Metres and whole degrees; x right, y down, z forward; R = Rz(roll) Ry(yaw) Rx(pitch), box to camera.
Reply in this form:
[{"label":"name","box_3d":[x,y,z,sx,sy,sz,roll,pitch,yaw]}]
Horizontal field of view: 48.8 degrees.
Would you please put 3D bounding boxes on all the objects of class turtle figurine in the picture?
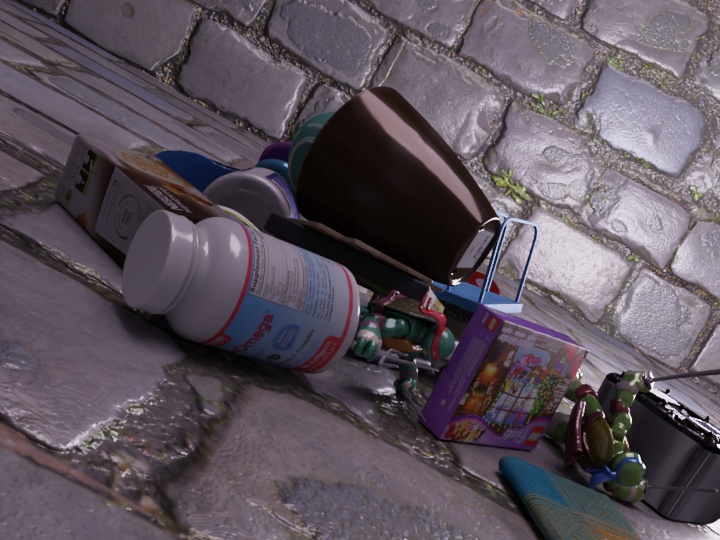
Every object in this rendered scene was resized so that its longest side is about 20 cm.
[{"label":"turtle figurine","box_3d":[0.317,0.194,0.957,0.145,0.198,0.194,62,-9,-22]},{"label":"turtle figurine","box_3d":[0.026,0.072,0.809,0.198,0.101,0.150,17,-25,38]}]

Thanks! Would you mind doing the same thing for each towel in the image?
[{"label":"towel","box_3d":[0.215,0.248,0.727,0.145,0.022,0.200,26,12,-16]}]

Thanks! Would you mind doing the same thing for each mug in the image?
[{"label":"mug","box_3d":[-0.028,-0.156,1.093,0.113,0.188,0.151,-15,34,-42]}]

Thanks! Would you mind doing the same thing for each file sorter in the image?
[{"label":"file sorter","box_3d":[0.117,-0.032,1.051,0.198,0.125,0.138,21,10,31]}]

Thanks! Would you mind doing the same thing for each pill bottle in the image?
[{"label":"pill bottle","box_3d":[-0.142,-0.075,1.051,0.118,0.121,0.200,28,9,-4]},{"label":"pill bottle","box_3d":[-0.103,0.019,0.706,0.198,0.110,0.109,21,12,-38]}]

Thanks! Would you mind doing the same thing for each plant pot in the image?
[{"label":"plant pot","box_3d":[0.059,-0.079,0.919,0.199,0.188,0.186,39,13,24]}]

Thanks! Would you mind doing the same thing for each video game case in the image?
[{"label":"video game case","box_3d":[0.000,0.000,0.935,0.198,0.026,0.181,26,-3,14]}]

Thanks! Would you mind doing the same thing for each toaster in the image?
[{"label":"toaster","box_3d":[0.405,0.234,1.062,0.198,0.120,0.180,21,11,-43]}]

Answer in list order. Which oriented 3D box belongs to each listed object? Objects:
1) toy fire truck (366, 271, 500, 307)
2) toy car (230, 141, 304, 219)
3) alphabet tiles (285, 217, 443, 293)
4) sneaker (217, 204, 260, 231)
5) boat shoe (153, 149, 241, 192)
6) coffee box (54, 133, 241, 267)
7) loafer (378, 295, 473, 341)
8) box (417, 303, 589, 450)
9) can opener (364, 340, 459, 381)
[{"label":"toy fire truck","box_3d":[0.116,0.066,1.189,0.198,0.113,0.168,31,35,2]},{"label":"toy car","box_3d":[-0.138,-0.144,1.335,0.173,0.152,0.200,28,9,-8]},{"label":"alphabet tiles","box_3d":[0.001,-0.019,0.912,0.165,0.006,0.200,28,-4,-21]},{"label":"sneaker","box_3d":[-0.133,-0.013,0.912,0.198,0.075,0.081,27,13,-1]},{"label":"boat shoe","box_3d":[-0.216,-0.118,1.183,0.197,0.085,0.069,20,-12,-4]},{"label":"coffee box","box_3d":[-0.221,-0.058,0.839,0.199,0.081,0.114,36,16,38]},{"label":"loafer","box_3d":[0.097,0.070,1.084,0.197,0.069,0.076,12,34,-32]},{"label":"box","box_3d":[0.162,0.122,0.865,0.199,0.138,0.039,18,13,-47]},{"label":"can opener","box_3d":[0.084,0.108,0.971,0.198,0.054,0.067,19,13,-44]}]
